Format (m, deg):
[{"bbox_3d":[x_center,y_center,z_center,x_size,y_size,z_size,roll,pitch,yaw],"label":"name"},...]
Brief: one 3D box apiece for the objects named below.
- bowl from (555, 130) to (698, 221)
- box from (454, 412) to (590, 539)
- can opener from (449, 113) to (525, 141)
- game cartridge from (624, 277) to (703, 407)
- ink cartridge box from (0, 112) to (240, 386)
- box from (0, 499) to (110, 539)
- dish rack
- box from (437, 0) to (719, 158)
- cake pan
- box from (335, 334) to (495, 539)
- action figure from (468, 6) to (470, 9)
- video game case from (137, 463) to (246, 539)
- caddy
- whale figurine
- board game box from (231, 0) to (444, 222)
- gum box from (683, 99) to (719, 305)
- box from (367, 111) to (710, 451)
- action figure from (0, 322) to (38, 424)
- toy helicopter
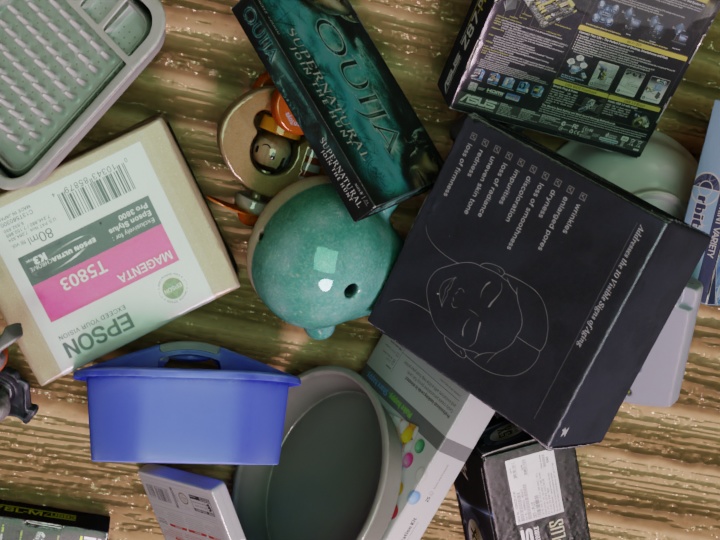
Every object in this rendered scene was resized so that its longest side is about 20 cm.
[{"bbox_3d":[0.254,-0.032,1.097,0.198,0.090,0.204,-2,100,-9],"label":"bowl"},{"bbox_3d":[0.146,0.225,1.089,0.085,0.164,0.203,-13,103,-7],"label":"box"},{"bbox_3d":[0.170,-0.174,1.065,0.200,0.067,0.053,-44,114,1],"label":"can opener"},{"bbox_3d":[0.201,0.041,1.061,0.198,0.041,0.135,22,118,29],"label":"game cartridge"},{"bbox_3d":[-0.225,-0.020,1.028,0.198,0.075,0.166,-27,102,-4],"label":"ink cartridge box"},{"bbox_3d":[-0.342,0.313,1.087,0.190,0.048,0.203,10,98,-13],"label":"box"},{"bbox_3d":[-0.261,-0.177,0.979,0.200,0.044,0.172,-47,70,2],"label":"dish rack"},{"bbox_3d":[0.185,-0.193,0.998,0.197,0.049,0.163,11,123,-21],"label":"box"},{"bbox_3d":[-0.038,0.186,1.047,0.037,0.200,0.202,27,96,-40],"label":"cake pan"},{"bbox_3d":[0.026,0.165,1.061,0.041,0.156,0.202,25,97,-33],"label":"box"},{"bbox_3d":[0.124,-0.311,1.022,0.132,0.150,0.202,4,126,-25],"label":"action figure"},{"bbox_3d":[-0.130,0.275,1.070,0.018,0.142,0.203,-27,105,-34],"label":"video game case"},{"bbox_3d":[-0.151,0.115,1.028,0.197,0.141,0.107,3,82,-10],"label":"caddy"},{"bbox_3d":[0.000,0.000,1.021,0.198,0.104,0.160,17,109,-35],"label":"whale figurine"},{"bbox_3d":[-0.012,-0.147,0.988,0.028,0.135,0.202,-33,86,36],"label":"board game box"},{"bbox_3d":[0.362,-0.055,1.077,0.199,0.044,0.172,2,103,-49],"label":"gum box"},{"bbox_3d":[0.145,0.008,0.974,0.123,0.196,0.202,9,111,-56],"label":"box"},{"bbox_3d":[-0.374,0.081,0.991,0.198,0.105,0.195,22,132,-2],"label":"action figure"},{"bbox_3d":[-0.052,-0.072,1.050,0.132,0.079,0.200,-46,117,-5],"label":"toy helicopter"}]
